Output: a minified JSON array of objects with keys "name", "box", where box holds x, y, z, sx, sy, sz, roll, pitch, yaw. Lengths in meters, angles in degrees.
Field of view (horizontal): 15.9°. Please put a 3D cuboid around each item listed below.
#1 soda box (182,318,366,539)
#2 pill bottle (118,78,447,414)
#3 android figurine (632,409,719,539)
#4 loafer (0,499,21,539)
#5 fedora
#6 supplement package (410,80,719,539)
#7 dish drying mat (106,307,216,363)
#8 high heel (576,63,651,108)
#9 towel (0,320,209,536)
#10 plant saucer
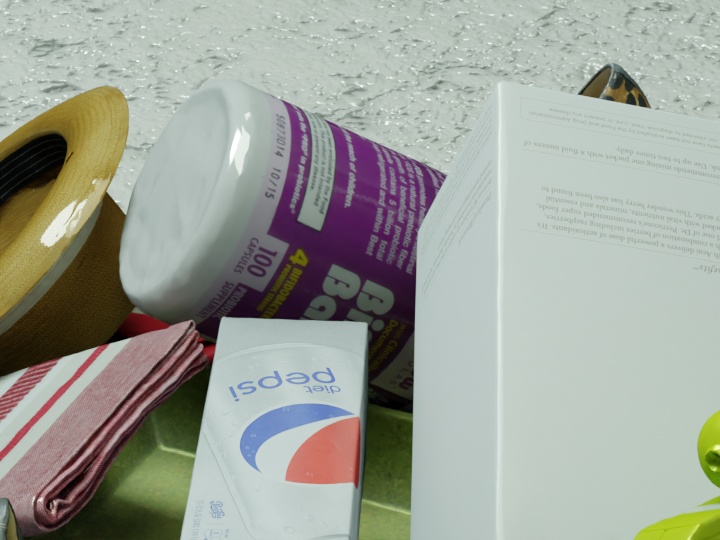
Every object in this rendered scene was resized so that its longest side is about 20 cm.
[{"name":"soda box","box":[-0.032,0.097,1.005,0.063,0.069,0.200,2,29,2]},{"name":"pill bottle","box":[0.000,0.000,1.172,0.199,0.113,0.112,23,21,-25]},{"name":"android figurine","box":[0.156,0.129,0.867,0.199,0.183,0.041,-15,0,-40]},{"name":"loafer","box":[-0.104,0.168,0.901,0.072,0.073,0.200,-36,75,-9]},{"name":"fedora","box":[-0.157,0.003,1.236,0.200,0.082,0.201,-38,22,19]},{"name":"supplement package","box":[0.090,0.051,0.989,0.120,0.120,0.201,10,58,-12]},{"name":"dish drying mat","box":[-0.039,0.010,1.323,0.199,0.018,0.077,-18,33,-29]},{"name":"high heel","box":[0.052,-0.028,1.265,0.199,0.143,0.071,-9,31,-18]},{"name":"towel","box":[-0.171,0.085,1.095,0.199,0.023,0.144,-16,20,34]},{"name":"plant saucer","box":[-0.058,0.118,1.099,0.198,0.048,0.200,13,31,20]}]
